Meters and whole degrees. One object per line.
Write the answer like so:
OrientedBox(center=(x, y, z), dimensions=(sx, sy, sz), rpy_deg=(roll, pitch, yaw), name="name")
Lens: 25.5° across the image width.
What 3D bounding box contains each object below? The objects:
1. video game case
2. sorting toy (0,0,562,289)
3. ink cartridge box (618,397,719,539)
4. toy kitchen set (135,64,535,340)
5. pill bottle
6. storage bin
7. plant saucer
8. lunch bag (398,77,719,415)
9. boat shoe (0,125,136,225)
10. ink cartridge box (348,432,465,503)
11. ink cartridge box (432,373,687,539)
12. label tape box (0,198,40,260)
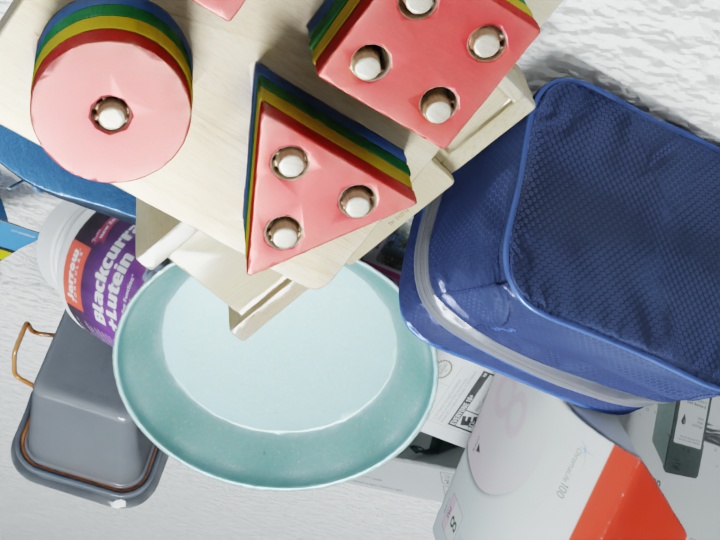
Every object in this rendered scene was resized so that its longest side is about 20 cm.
OrientedBox(center=(0.040, 0.011, 0.986), dimensions=(0.182, 0.024, 0.200), rpy_deg=(22, 123, -13), name="video game case")
OrientedBox(center=(-0.041, -0.092, 0.695), dimensions=(0.200, 0.070, 0.199), rpy_deg=(28, 116, -24), name="sorting toy")
OrientedBox(center=(0.201, 0.119, 1.050), dimensions=(0.146, 0.200, 0.084), rpy_deg=(28, 155, -28), name="ink cartridge box")
OrientedBox(center=(-0.050, -0.114, 0.829), dimensions=(0.200, 0.181, 0.163), rpy_deg=(-38, 122, 19), name="toy kitchen set")
OrientedBox(center=(-0.145, 0.008, 1.126), dimensions=(0.200, 0.112, 0.111), rpy_deg=(24, 171, 46), name="pill bottle")
OrientedBox(center=(-0.206, 0.064, 1.279), dimensions=(0.145, 0.200, 0.134), rpy_deg=(17, 150, 0), name="storage bin")
OrientedBox(center=(-0.051, 0.053, 0.983), dimensions=(0.200, 0.036, 0.200), rpy_deg=(1, 126, 1), name="plant saucer")
OrientedBox(center=(0.129, -0.004, 0.870), dimensions=(0.200, 0.136, 0.132), rpy_deg=(24, 160, -22), name="lunch bag")
OrientedBox(center=(-0.173, -0.067, 1.024), dimensions=(0.200, 0.084, 0.069), rpy_deg=(34, 174, -14), name="boat shoe")
OrientedBox(center=(0.072, 0.099, 1.193), dimensions=(0.200, 0.174, 0.044), rpy_deg=(8, 132, 25), name="ink cartridge box")
OrientedBox(center=(0.107, 0.151, 0.933), dimensions=(0.057, 0.163, 0.200), rpy_deg=(14, -156, -14), name="ink cartridge box")
OrientedBox(center=(-0.359, -0.040, 1.241), dimensions=(0.200, 0.063, 0.144), rpy_deg=(-26, 147, 38), name="label tape box")
